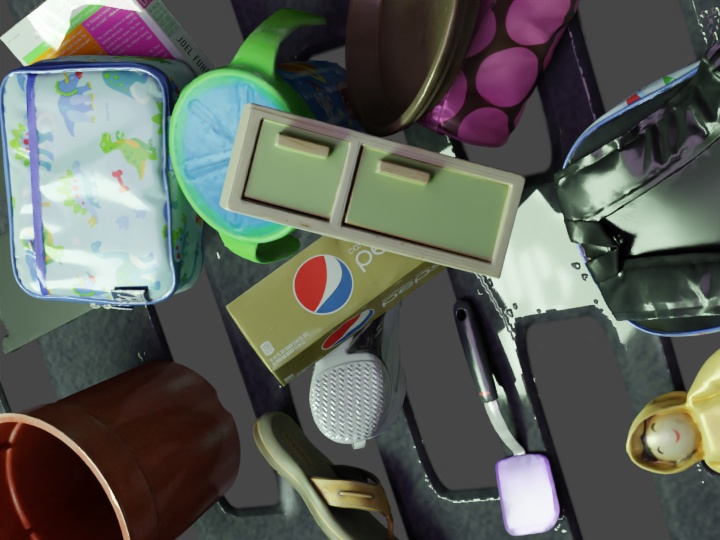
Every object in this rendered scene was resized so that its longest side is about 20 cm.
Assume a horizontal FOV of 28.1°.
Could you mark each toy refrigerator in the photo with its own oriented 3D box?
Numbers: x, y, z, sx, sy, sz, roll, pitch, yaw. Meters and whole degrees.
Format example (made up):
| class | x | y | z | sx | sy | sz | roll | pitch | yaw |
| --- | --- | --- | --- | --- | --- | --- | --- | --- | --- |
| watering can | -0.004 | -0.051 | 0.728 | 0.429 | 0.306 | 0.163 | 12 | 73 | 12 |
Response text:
| class | x | y | z | sx | sy | sz | roll | pitch | yaw |
| --- | --- | --- | --- | --- | --- | --- | --- | --- | --- |
| toy refrigerator | 0.008 | -0.056 | 1.009 | 0.199 | 0.070 | 0.076 | 15 | 93 | -10 |

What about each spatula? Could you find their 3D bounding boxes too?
| class | x | y | z | sx | sy | sz | roll | pitch | yaw |
| --- | --- | --- | --- | --- | --- | --- | --- | --- | --- |
| spatula | 0.113 | 0.118 | 1.166 | 0.056 | 0.021 | 0.201 | -14 | 99 | 38 |

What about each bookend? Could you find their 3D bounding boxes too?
| class | x | y | z | sx | sy | sz | roll | pitch | yaw |
| --- | --- | --- | --- | --- | --- | --- | --- | --- | --- |
| bookend | -0.282 | -0.054 | 1.314 | 0.199 | 0.092 | 0.200 | -25 | 94 | 38 |

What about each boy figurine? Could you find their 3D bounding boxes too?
| class | x | y | z | sx | sy | sz | roll | pitch | yaw |
| --- | --- | --- | --- | --- | --- | --- | --- | --- | --- |
| boy figurine | 0.280 | 0.103 | 1.025 | 0.199 | 0.064 | 0.125 | -7 | 107 | 32 |

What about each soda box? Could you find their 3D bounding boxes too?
| class | x | y | z | sx | sy | sz | roll | pitch | yaw |
| --- | --- | --- | --- | --- | --- | --- | --- | --- | --- |
| soda box | 0.000 | 0.000 | 1.091 | 0.200 | 0.068 | 0.064 | -37 | 76 | -5 |

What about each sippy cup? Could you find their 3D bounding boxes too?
| class | x | y | z | sx | sy | sz | roll | pitch | yaw |
| --- | --- | --- | --- | --- | --- | --- | --- | --- | --- |
| sippy cup | -0.058 | -0.104 | 1.122 | 0.140 | 0.130 | 0.178 | 52 | 127 | 6 |

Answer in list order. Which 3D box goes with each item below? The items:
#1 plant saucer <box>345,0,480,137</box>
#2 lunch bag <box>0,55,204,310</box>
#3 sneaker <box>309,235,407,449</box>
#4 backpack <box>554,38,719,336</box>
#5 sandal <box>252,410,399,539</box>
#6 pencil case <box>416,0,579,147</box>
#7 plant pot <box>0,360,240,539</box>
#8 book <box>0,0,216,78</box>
| class | x | y | z | sx | sy | sz | roll | pitch | yaw |
| --- | --- | --- | --- | --- | --- | --- | --- | --- | --- |
| plant saucer | 0.038 | -0.193 | 1.022 | 0.200 | 0.029 | 0.202 | -171 | 90 | -68 |
| lunch bag | -0.211 | -0.072 | 1.167 | 0.160 | 0.082 | 0.201 | 5 | 104 | 16 |
| sneaker | 0.000 | 0.048 | 1.175 | 0.075 | 0.115 | 0.201 | 3 | 74 | 7 |
| backpack | 0.233 | -0.052 | 0.940 | 0.190 | 0.154 | 0.201 | -20 | 89 | 31 |
| sandal | -0.013 | 0.190 | 1.255 | 0.054 | 0.080 | 0.200 | -46 | 76 | 15 |
| pencil case | 0.099 | -0.179 | 1.013 | 0.091 | 0.094 | 0.201 | 34 | 124 | 18 |
| plant pot | -0.222 | 0.184 | 1.305 | 0.200 | 0.195 | 0.202 | 13 | 115 | 28 |
| book | -0.187 | -0.156 | 1.209 | 0.133 | 0.048 | 0.200 | -25 | 111 | 36 |
